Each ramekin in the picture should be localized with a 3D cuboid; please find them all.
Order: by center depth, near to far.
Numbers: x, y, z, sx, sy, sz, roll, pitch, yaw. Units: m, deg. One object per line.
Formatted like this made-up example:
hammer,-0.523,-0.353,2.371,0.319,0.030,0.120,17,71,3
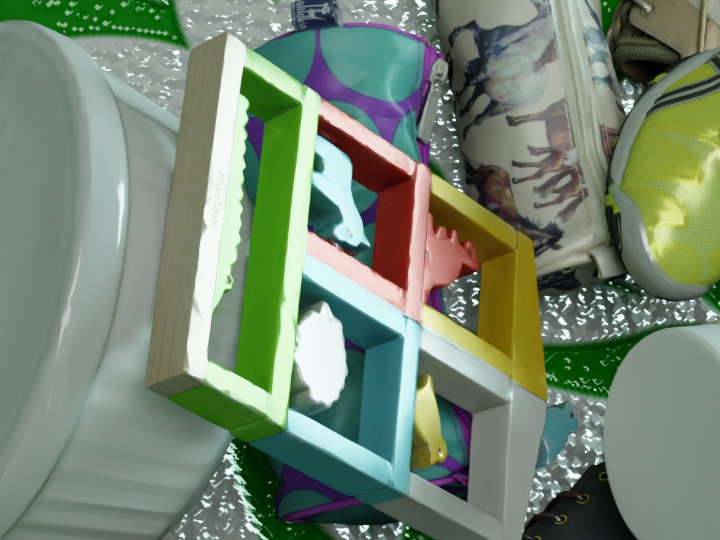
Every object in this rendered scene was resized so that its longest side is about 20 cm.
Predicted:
ramekin,-0.117,0.019,0.751,0.094,0.201,0.204,20,68,-37

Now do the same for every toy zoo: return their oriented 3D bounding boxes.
toy zoo,0.010,0.019,0.735,0.199,0.020,0.132,31,51,-39

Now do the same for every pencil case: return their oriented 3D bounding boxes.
pencil case,0.000,0.000,0.823,0.092,0.085,0.202,-12,74,21
pencil case,0.073,-0.083,0.857,0.077,0.090,0.202,-7,75,-12

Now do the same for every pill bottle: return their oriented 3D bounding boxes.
pill bottle,0.195,0.060,0.786,0.198,0.112,0.114,-2,72,-32

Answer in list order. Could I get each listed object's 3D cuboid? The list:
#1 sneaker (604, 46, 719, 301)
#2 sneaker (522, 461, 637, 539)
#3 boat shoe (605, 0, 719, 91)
sneaker,0.170,-0.069,0.805,0.076,0.076,0.200,48,69,-14
sneaker,0.056,0.127,0.808,0.198,0.075,0.107,4,62,-8
boat shoe,0.140,-0.102,0.883,0.064,0.072,0.202,-2,79,-10
